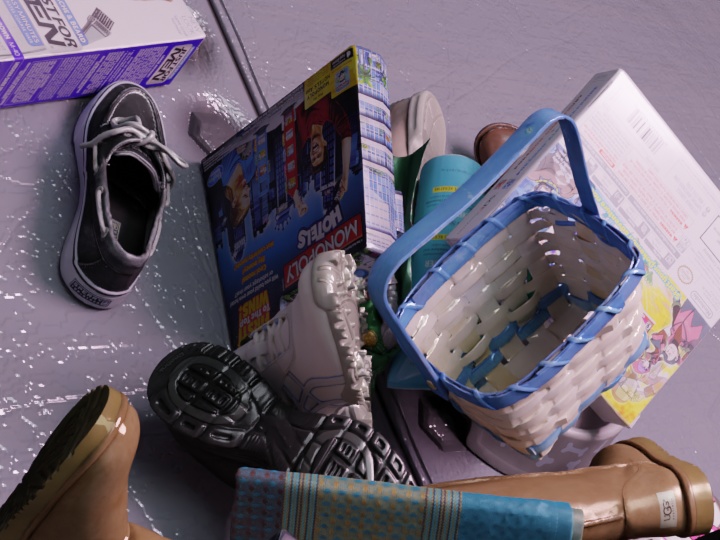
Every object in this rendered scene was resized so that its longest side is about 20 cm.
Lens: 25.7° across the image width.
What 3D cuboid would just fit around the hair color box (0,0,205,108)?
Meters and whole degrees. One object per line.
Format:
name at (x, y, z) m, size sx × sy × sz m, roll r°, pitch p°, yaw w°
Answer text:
hair color box at (-0.220, -0.183, 1.135) m, size 0.200 × 0.065 × 0.110 m, roll -17°, pitch 69°, yaw -51°

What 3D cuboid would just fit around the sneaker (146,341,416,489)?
sneaker at (-0.041, 0.121, 0.980) m, size 0.200 × 0.091 × 0.076 m, roll 36°, pitch 68°, yaw 16°

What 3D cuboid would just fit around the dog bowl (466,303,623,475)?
dog bowl at (0.134, 0.069, 1.249) m, size 0.199 × 0.059 × 0.201 m, roll 26°, pitch 42°, yaw -26°

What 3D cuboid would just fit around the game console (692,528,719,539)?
game console at (0.191, 0.238, 1.037) m, size 0.031 × 0.200 × 0.177 m, roll 53°, pitch 37°, yaw -4°

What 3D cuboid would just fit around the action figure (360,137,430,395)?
action figure at (0.000, 0.000, 1.160) m, size 0.055 × 0.118 × 0.201 m, roll 31°, pitch 48°, yaw -48°

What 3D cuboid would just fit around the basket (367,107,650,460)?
basket at (0.098, 0.015, 1.041) m, size 0.176 × 0.200 × 0.139 m, roll -40°, pitch 47°, yaw -16°

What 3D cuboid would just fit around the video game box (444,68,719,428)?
video game box at (0.190, -0.016, 1.186) m, size 0.182 × 0.047 × 0.200 m, roll -47°, pitch 107°, yaw -17°

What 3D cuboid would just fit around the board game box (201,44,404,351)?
board game box at (-0.034, -0.020, 1.094) m, size 0.061 × 0.200 × 0.201 m, roll 12°, pitch 64°, yaw -34°

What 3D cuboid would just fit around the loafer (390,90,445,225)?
loafer at (0.026, -0.064, 1.275) m, size 0.201 × 0.063 × 0.072 m, roll -77°, pitch 148°, yaw -43°

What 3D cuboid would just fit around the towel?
towel at (0.020, 0.182, 0.916) m, size 0.199 × 0.147 × 0.022 m, roll 8°, pitch 30°, yaw -1°

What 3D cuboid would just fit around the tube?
tube at (0.064, 0.006, 1.183) m, size 0.077 × 0.051 × 0.201 m, roll 3°, pitch 56°, yaw 3°

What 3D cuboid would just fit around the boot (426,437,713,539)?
boot at (0.121, 0.161, 1.100) m, size 0.199 × 0.175 × 0.067 m, roll -5°, pitch 85°, yaw -12°

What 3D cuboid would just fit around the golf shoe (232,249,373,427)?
golf shoe at (-0.040, 0.057, 0.992) m, size 0.097 × 0.200 × 0.079 m, roll 0°, pitch 57°, yaw 1°

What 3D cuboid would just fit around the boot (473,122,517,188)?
boot at (0.172, -0.047, 1.306) m, size 0.186 × 0.064 × 0.200 m, roll 45°, pitch 5°, yaw -6°

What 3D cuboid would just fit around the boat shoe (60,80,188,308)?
boat shoe at (-0.160, -0.069, 1.084) m, size 0.073 × 0.068 × 0.200 m, roll 30°, pitch 41°, yaw -21°

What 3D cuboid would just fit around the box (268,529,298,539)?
box at (-0.037, 0.259, 0.804) m, size 0.182 × 0.200 × 0.104 m, roll 38°, pitch 40°, yaw -12°

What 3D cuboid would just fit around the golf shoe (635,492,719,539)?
golf shoe at (0.233, 0.216, 1.186) m, size 0.092 × 0.072 × 0.201 m, roll 40°, pitch 34°, yaw -35°

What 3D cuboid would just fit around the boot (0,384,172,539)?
boot at (-0.096, 0.161, 0.862) m, size 0.199 × 0.175 × 0.066 m, roll 31°, pitch 42°, yaw -14°
